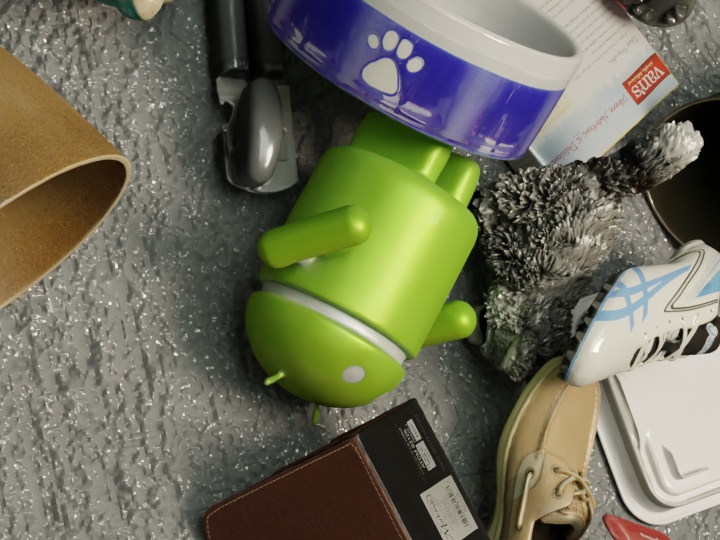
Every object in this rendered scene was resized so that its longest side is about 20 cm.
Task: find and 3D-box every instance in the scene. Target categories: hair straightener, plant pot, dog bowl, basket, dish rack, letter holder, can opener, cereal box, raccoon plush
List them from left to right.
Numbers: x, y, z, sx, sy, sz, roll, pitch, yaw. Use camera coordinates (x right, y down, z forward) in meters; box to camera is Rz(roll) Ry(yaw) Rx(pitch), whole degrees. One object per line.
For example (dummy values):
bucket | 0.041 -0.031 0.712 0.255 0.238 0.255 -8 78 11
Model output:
plant pot | -0.269 -0.084 1.588 0.186 0.186 0.200 -31 77 -31
can opener | -0.069 -0.146 1.768 0.052 0.066 0.201 2 70 -26
letter holder | 0.008 0.208 1.695 0.200 0.142 0.101 62 27 1
dog bowl | 0.041 -0.156 1.733 0.200 0.200 0.079 24 108 -21
cereal box | 0.119 -0.168 1.886 0.144 0.040 0.200 -40 97 -31
raccoon plush | 0.147 -0.006 1.775 0.097 0.200 0.134 10 59 -42
hair straightener | 0.192 0.209 1.787 0.041 0.077 0.200 54 19 27
dish rack | 0.253 0.077 1.887 0.199 0.044 0.172 -16 84 -30
basket | 0.334 -0.094 1.922 0.200 0.180 0.136 -30 114 -42

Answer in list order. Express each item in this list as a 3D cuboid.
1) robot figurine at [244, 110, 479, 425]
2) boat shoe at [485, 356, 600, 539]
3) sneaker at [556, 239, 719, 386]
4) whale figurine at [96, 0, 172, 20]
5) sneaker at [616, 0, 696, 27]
robot figurine | 0.000 0.000 1.717 0.200 0.115 0.175 -62 145 -10
boat shoe | 0.128 0.157 1.758 0.071 0.064 0.201 23 79 -41
sneaker | 0.201 0.034 1.781 0.072 0.072 0.200 38 37 20
whale figurine | -0.170 -0.231 1.676 0.200 0.103 0.160 -8 83 -73
sneaker | 0.186 -0.262 1.913 0.201 0.071 0.098 57 21 11
